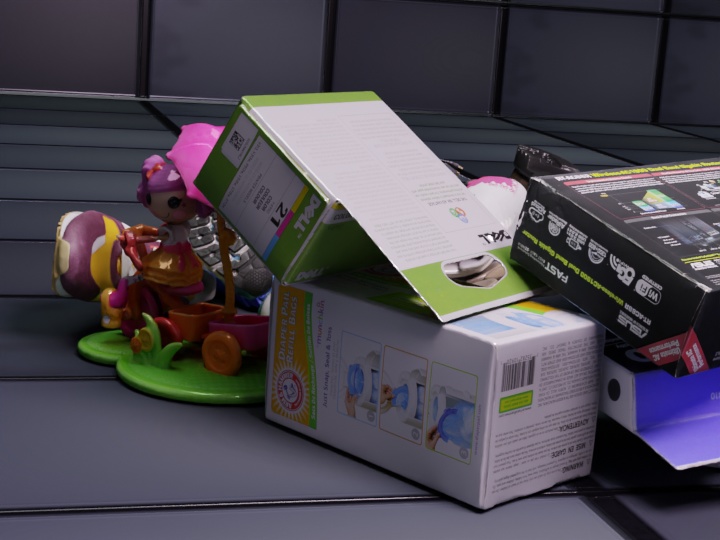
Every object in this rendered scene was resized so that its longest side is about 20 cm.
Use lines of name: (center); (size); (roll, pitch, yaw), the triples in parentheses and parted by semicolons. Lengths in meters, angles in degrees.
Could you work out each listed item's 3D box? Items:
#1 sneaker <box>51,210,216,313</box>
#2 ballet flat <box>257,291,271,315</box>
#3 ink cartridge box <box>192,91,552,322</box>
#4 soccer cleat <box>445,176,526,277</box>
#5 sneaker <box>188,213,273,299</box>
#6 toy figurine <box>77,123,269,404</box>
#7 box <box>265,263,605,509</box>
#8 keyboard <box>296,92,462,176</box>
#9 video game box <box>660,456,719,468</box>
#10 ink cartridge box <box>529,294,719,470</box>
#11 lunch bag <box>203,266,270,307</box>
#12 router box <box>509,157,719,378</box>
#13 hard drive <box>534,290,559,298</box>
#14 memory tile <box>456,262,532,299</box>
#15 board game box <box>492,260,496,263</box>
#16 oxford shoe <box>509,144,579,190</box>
sneaker: (-0.180, -0.005, 1.159); (0.089, 0.076, 0.200); (6, -2, 12)
ballet flat: (0.000, 0.000, 1.164); (0.069, 0.070, 0.200); (14, 42, 39)
ink cartridge box: (0.010, -0.025, 0.928); (0.200, 0.076, 0.147); (48, 32, 21)
soccer cleat: (0.089, -0.027, 1.146); (0.086, 0.070, 0.199); (23, 27, 37)
sneaker: (-0.102, -0.028, 1.203); (0.078, 0.090, 0.200); (-28, 32, -4)
toy figurine: (-0.121, -0.017, 1.045); (0.199, 0.186, 0.150); (11, 13, 32)
box: (0.043, 0.065, 0.913); (0.112, 0.102, 0.199); (-8, 17, -44)
keyboard: (0.011, -0.078, 1.241); (0.200, 0.127, 0.021); (42, -2, -14)
video game box: (0.305, 0.085, 0.996); (0.180, 0.047, 0.200); (9, 21, 12)
ink cartridge box: (0.233, 0.057, 0.942); (0.196, 0.044, 0.200); (-7, 23, -23)
lunch bag: (-0.074, -0.053, 1.336); (0.200, 0.128, 0.170); (-47, 34, -19)
router box: (0.218, -0.009, 0.914); (0.199, 0.063, 0.150); (-7, 34, -38)
hard drive: (0.159, 0.021, 1.165); (0.131, 0.027, 0.199); (-3, -8, -42)
memory tile: (0.069, 0.026, 1.090); (0.153, 0.017, 0.199); (-27, 8, -33)
board game box: (0.159, -0.001, 1.320); (0.199, 0.026, 0.199); (-7, -1, -44)
oxford shoe: (0.169, -0.047, 1.276); (0.072, 0.085, 0.200); (18, 16, -6)
